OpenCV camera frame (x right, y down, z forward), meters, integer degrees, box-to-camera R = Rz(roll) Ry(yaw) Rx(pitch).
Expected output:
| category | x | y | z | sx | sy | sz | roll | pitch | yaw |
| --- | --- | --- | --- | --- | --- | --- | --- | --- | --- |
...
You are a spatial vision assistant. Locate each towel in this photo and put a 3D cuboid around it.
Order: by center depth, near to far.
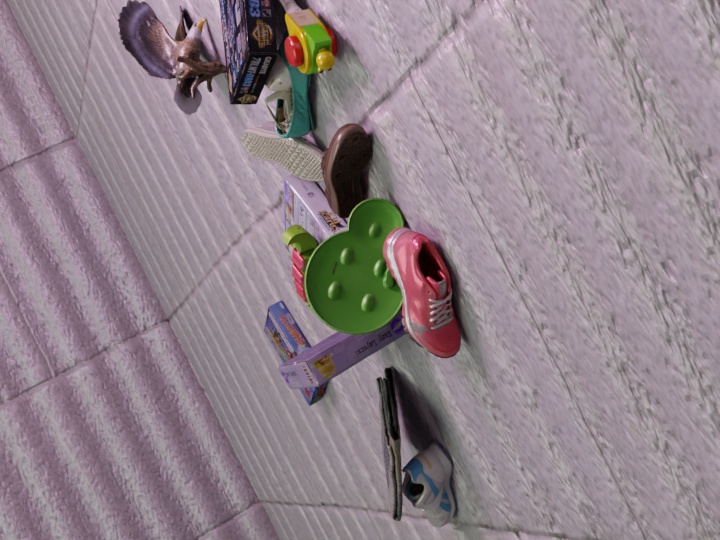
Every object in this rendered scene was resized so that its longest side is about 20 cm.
| category | x | y | z | sx | sy | sz | roll | pitch | yaw |
| --- | --- | --- | --- | --- | --- | --- | --- | --- | --- |
| towel | 0.049 | 0.295 | 1.907 | 0.193 | 0.034 | 0.201 | -94 | 1 | -55 |

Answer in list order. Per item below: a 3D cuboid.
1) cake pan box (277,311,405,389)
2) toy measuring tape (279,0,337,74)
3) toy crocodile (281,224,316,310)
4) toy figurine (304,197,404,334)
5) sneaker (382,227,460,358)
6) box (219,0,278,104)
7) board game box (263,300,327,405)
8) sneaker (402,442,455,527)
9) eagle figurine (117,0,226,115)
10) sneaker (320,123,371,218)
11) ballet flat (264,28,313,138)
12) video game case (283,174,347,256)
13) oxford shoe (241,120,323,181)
| category | x | y | z | sx | sy | sz | roll | pitch | yaw |
| --- | --- | --- | --- | --- | --- | --- | --- | --- | --- |
| cake pan box | -0.030 | 0.128 | 1.819 | 0.053 | 0.183 | 0.200 | 63 | 160 | -1 |
| toy measuring tape | -0.085 | -0.329 | 1.554 | 0.200 | 0.073 | 0.074 | 55 | 160 | 42 |
| toy crocodile | -0.088 | 0.003 | 1.853 | 0.068 | 0.061 | 0.201 | 47 | 155 | 36 |
| toy figurine | 0.000 | 0.000 | 1.676 | 0.149 | 0.201 | 0.184 | 18 | 175 | 0 |
| sneaker | 0.096 | 0.036 | 1.550 | 0.087 | 0.073 | 0.201 | 4 | 121 | 63 |
| box | -0.167 | -0.371 | 1.633 | 0.198 | 0.049 | 0.202 | 136 | 129 | -71 |
| board game box | -0.139 | 0.178 | 2.373 | 0.201 | 0.034 | 0.136 | 57 | 159 | 17 |
| sneaker | 0.114 | 0.383 | 1.932 | 0.076 | 0.080 | 0.201 | 42 | 153 | 41 |
| eagle figurine | -0.327 | -0.396 | 2.000 | 0.200 | 0.151 | 0.152 | 36 | 159 | 32 |
| sneaker | -0.034 | -0.157 | 1.634 | 0.076 | 0.070 | 0.201 | 54 | 158 | 26 |
| ballet flat | -0.111 | -0.274 | 1.678 | 0.067 | 0.070 | 0.201 | 52 | 157 | 35 |
| video game case | -0.066 | -0.044 | 1.894 | 0.182 | 0.045 | 0.201 | 51 | 157 | 26 |
| oxford shoe | -0.112 | -0.199 | 1.808 | 0.199 | 0.058 | 0.076 | 24 | 133 | 39 |
